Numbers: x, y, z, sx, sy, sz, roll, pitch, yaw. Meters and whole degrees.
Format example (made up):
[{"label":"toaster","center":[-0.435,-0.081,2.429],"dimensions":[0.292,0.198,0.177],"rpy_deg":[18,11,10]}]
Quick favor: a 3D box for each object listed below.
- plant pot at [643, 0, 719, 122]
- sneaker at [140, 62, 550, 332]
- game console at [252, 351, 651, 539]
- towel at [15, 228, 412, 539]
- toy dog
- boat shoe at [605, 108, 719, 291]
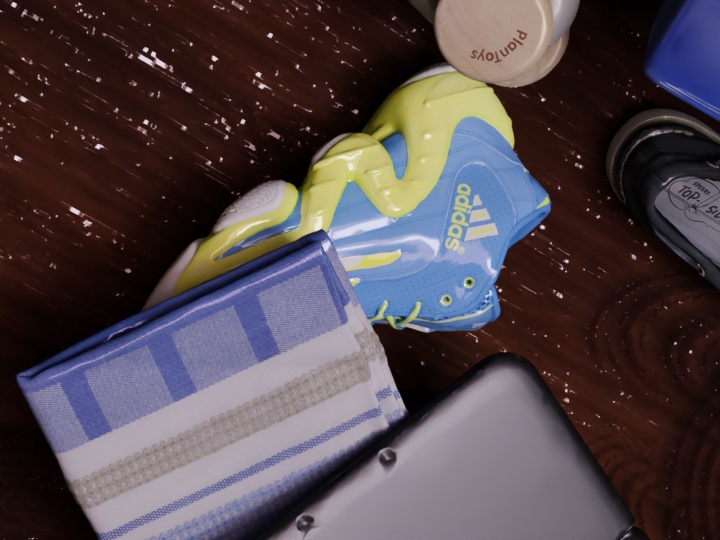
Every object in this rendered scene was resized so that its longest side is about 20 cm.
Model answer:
[{"label":"plant pot","center":[0.251,-0.128,1.137],"dimensions":[0.200,0.200,0.180],"rpy_deg":[30,108,2]},{"label":"sneaker","center":[0.000,0.000,1.162],"dimensions":[0.200,0.076,0.105],"rpy_deg":[-40,80,-12]},{"label":"game console","center":[0.026,0.158,1.206],"dimensions":[0.200,0.176,0.116],"rpy_deg":[-37,73,-11]},{"label":"towel","center":[-0.048,0.082,1.154],"dimensions":[0.147,0.024,0.200],"rpy_deg":[-26,131,-4]},{"label":"toy dog","center":[0.038,-0.166,1.139],"dimensions":[0.096,0.132,0.200],"rpy_deg":[-39,111,9]},{"label":"boat shoe","center":[0.205,-0.005,1.246],"dimensions":[0.199,0.066,0.075],"rpy_deg":[35,104,-16]}]
